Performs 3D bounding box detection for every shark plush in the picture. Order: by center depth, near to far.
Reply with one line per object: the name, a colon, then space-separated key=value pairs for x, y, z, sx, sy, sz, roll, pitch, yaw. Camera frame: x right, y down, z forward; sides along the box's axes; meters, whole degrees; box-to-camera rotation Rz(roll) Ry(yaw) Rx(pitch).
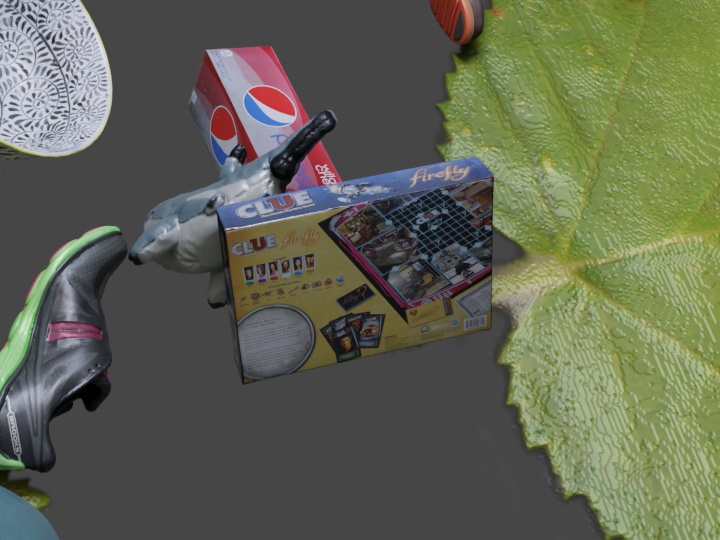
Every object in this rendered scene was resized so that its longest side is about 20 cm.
shark plush: x=-0.101 y=-0.061 z=0.907 sx=0.090 sy=0.200 sz=0.084 roll=21 pitch=43 yaw=-26

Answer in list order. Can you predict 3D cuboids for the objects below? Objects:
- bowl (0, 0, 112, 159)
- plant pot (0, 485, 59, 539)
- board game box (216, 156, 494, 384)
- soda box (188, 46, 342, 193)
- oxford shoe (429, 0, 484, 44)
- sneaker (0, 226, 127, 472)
bowl: x=-0.303 y=-0.163 z=0.979 sx=0.094 sy=0.200 sz=0.203 roll=-26 pitch=46 yaw=31
plant pot: x=-0.255 y=0.201 z=0.741 sx=0.200 sy=0.201 sz=0.134 roll=44 pitch=29 yaw=20
board game box: x=0.000 y=0.000 z=0.902 sx=0.197 sy=0.137 sz=0.035 roll=-11 pitch=34 yaw=-13
soda box: x=-0.069 y=-0.084 z=0.979 sx=0.063 sy=0.070 sz=0.201 roll=-10 pitch=59 yaw=-32
oxford shoe: x=0.098 y=-0.290 z=1.130 sx=0.071 sy=0.071 sz=0.202 roll=-1 pitch=58 yaw=-12
sneaker: x=-0.214 y=0.058 z=0.893 sx=0.083 sy=0.077 sz=0.202 roll=26 pitch=61 yaw=-9
